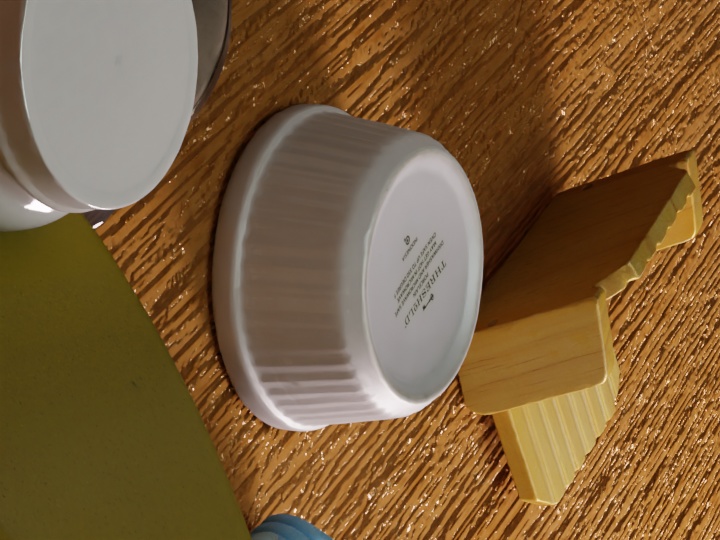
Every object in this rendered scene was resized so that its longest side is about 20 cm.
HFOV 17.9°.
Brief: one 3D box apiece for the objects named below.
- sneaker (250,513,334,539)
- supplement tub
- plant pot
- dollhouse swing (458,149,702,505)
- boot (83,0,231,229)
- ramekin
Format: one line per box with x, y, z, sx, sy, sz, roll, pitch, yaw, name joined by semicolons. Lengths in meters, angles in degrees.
-0.035;0.239;1.387;0.131;0.079;0.201;-44;131;-48;sneaker
-0.183;-0.090;0.958;0.144;0.199;0.145;-13;105;-59;supplement tub
-0.165;0.118;0.952;0.200;0.176;0.200;-52;162;26;plant pot
0.185;0.053;1.678;0.176;0.181;0.200;58;41;-17;dollhouse swing
-0.142;-0.122;1.162;0.146;0.070;0.200;58;45;-43;boot
0.000;0.000;1.402;0.202;0.094;0.203;-11;102;-60;ramekin
